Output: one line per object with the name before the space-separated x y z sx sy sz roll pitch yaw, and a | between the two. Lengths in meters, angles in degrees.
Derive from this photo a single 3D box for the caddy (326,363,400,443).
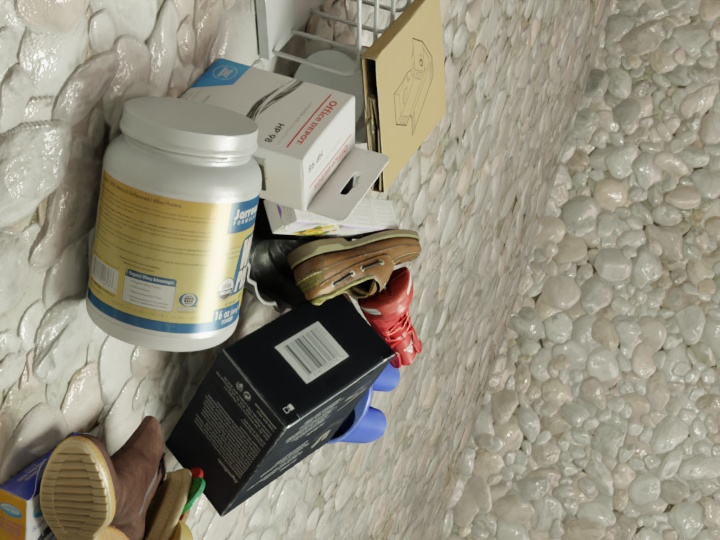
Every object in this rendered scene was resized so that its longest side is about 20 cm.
caddy | -0.045 0.147 1.503 0.104 0.199 0.143 16 89 -46

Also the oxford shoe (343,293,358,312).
oxford shoe | -0.031 0.046 1.459 0.072 0.200 0.072 21 102 -29

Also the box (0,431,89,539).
box | -0.301 0.252 1.110 0.119 0.041 0.203 -38 139 -60

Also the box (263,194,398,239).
box | -0.029 -0.061 1.290 0.199 0.038 0.042 0 71 -55

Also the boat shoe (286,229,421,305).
boat shoe | 0.000 0.000 1.326 0.198 0.069 0.072 -11 164 -42

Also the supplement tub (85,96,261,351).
supplement tub | -0.168 -0.044 1.046 0.144 0.143 0.203 -31 137 -63

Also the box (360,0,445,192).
box | 0.052 -0.210 1.310 0.200 0.021 0.165 -54 147 -47

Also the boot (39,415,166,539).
boot | -0.239 0.193 1.106 0.167 0.071 0.202 -69 165 -53

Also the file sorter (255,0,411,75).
file sorter | -0.015 -0.329 1.261 0.140 0.123 0.201 90 25 -44

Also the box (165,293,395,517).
box | -0.094 0.150 1.327 0.196 0.118 0.201 -29 160 -46

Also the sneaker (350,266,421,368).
sneaker | 0.050 0.063 1.417 0.078 0.116 0.200 -32 -173 -1

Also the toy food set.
toy food set | -0.225 0.297 1.218 0.200 0.048 0.199 -49 -165 34

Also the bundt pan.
bundt pan | -0.092 -0.061 1.314 0.201 0.075 0.204 -30 129 -45

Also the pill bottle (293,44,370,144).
pill bottle | 0.003 -0.210 1.371 0.200 0.113 0.116 -17 123 -66

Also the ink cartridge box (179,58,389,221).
ink cartridge box | -0.080 -0.132 1.133 0.067 0.198 0.116 89 26 -44

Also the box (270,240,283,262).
box | -0.076 -0.092 1.446 0.110 0.034 0.202 33 76 -70
